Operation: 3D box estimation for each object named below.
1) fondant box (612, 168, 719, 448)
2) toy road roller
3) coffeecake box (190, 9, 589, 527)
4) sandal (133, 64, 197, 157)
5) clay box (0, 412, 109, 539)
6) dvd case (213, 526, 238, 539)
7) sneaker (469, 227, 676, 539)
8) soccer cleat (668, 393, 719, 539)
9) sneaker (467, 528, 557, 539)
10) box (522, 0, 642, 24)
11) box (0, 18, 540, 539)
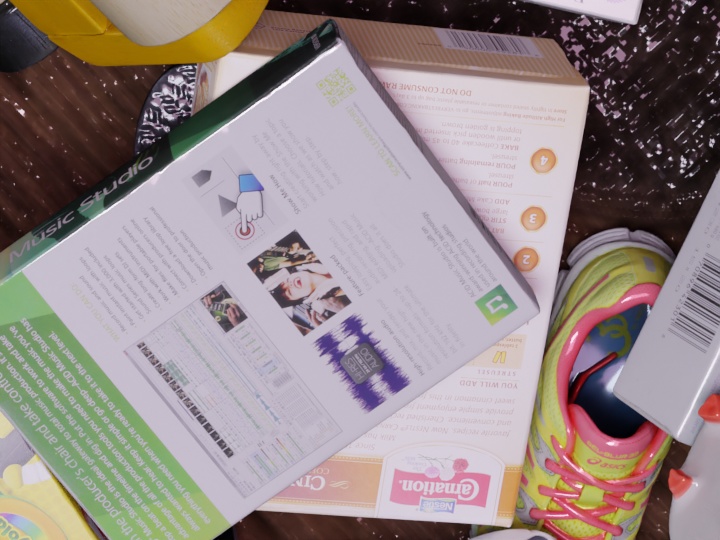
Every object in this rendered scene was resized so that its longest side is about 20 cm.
[{"bbox_3d":[0.224,0.026,1.115,0.200,0.058,0.144,21,98,-31],"label":"fondant box"},{"bbox_3d":[-0.113,-0.172,1.063,0.123,0.200,0.146,45,65,-36],"label":"toy road roller"},{"bbox_3d":[0.000,0.000,1.107,0.153,0.073,0.200,5,110,-11],"label":"coffeecake box"},{"bbox_3d":[-0.031,-0.011,1.163,0.075,0.045,0.200,-38,112,8],"label":"sandal"},{"bbox_3d":[-0.160,0.065,1.124,0.048,0.115,0.200,-32,97,2],"label":"clay box"},{"bbox_3d":[-0.097,0.186,1.099,0.025,0.200,0.150,33,95,-8],"label":"dvd case"},{"bbox_3d":[0.097,0.083,1.152,0.078,0.090,0.200,10,98,-6],"label":"sneaker"},{"bbox_3d":[0.198,0.043,1.039,0.078,0.069,0.200,33,92,-41],"label":"soccer cleat"},{"bbox_3d":[0.005,0.197,1.116,0.199,0.130,0.080,-18,122,20],"label":"sneaker"},{"bbox_3d":[0.027,-0.147,1.144,0.200,0.041,0.039,13,97,-3],"label":"box"},{"bbox_3d":[-0.050,0.015,1.048,0.200,0.036,0.144,-35,111,5],"label":"box"}]
